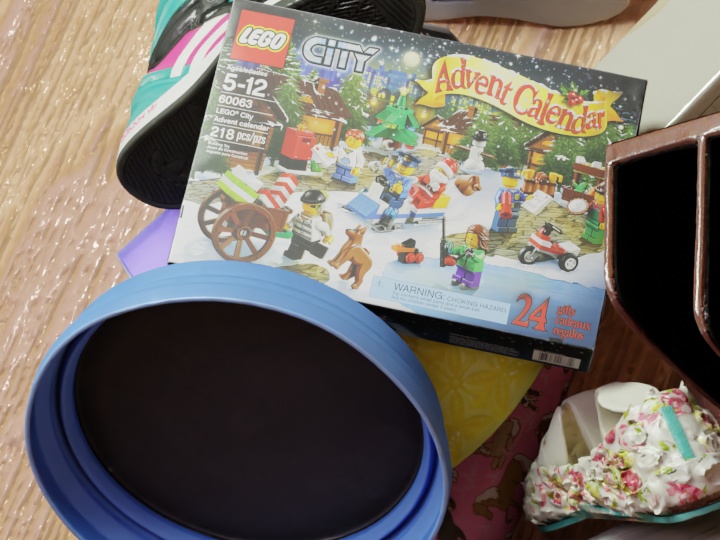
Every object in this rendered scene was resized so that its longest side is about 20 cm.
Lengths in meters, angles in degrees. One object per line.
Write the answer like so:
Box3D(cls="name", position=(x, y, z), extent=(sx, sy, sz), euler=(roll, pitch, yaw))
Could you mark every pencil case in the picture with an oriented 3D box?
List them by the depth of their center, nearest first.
Box3D(cls="pencil case", position=(0.046, 0.098, 1.436), extent=(0.086, 0.083, 0.200), euler=(19, 76, 16))

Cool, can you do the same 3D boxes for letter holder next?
Box3D(cls="letter holder", position=(0.199, 0.037, 1.256), extent=(0.101, 0.200, 0.142), euler=(-16, 55, 33))

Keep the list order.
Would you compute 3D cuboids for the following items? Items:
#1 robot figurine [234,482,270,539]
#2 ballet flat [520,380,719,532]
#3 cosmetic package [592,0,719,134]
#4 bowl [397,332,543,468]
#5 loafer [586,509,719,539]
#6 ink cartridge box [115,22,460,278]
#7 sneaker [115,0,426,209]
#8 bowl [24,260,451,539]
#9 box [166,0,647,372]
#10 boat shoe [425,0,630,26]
Box3D(cls="robot figurine", position=(-0.093, 0.108, 1.471), extent=(0.058, 0.200, 0.145), euler=(-15, 54, -19))
Box3D(cls="ballet flat", position=(0.122, 0.084, 1.332), extent=(0.076, 0.064, 0.200), euler=(-20, 0, -19))
Box3D(cls="cosmetic package", position=(0.194, -0.098, 1.416), extent=(0.200, 0.104, 0.073), euler=(-44, 43, 8))
Box3D(cls="bowl", position=(0.000, 0.000, 1.406), extent=(0.200, 0.108, 0.200), euler=(-31, 42, 32))
Box3D(cls="loafer", position=(0.137, 0.150, 1.345), extent=(0.200, 0.070, 0.070), euler=(-22, 12, 37))
Box3D(cls="ink cartridge box", position=(-0.036, -0.057, 1.530), extent=(0.198, 0.200, 0.043), euler=(-42, 82, 12))
Box3D(cls="sneaker", position=(-0.042, -0.124, 1.453), extent=(0.200, 0.084, 0.121), euler=(-32, 36, 33))
Box3D(cls="bowl", position=(-0.055, 0.078, 1.333), extent=(0.201, 0.201, 0.039), euler=(-23, 31, 28))
Box3D(cls="box", position=(0.023, -0.040, 1.331), extent=(0.200, 0.038, 0.137), euler=(11, 72, 4))
Box3D(cls="boat shoe", position=(0.077, -0.180, 1.595), extent=(0.200, 0.071, 0.070), euler=(4, 70, 49))
